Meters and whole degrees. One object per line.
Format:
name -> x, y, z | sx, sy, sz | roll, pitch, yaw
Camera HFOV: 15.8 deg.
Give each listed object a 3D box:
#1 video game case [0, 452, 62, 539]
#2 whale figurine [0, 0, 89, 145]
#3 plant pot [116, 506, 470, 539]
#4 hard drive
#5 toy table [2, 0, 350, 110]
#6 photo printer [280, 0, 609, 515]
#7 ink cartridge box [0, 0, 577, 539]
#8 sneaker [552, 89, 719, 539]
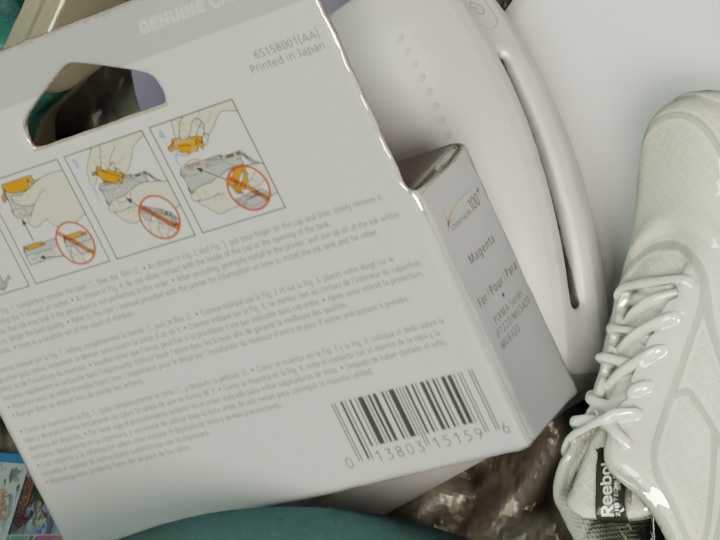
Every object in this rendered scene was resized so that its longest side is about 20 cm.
video game case -> -0.178, 0.141, 1.064 | 0.199, 0.018, 0.144 | 1, 60, 38
whale figurine -> -0.183, -0.024, 1.069 | 0.159, 0.104, 0.201 | 37, 107, 35
plant pot -> -0.048, 0.156, 0.809 | 0.200, 0.134, 0.201 | -33, 43, 37
hard drive -> 0.117, -0.082, 0.872 | 0.200, 0.026, 0.132 | -53, 55, 32
toy table -> -0.056, -0.143, 0.982 | 0.183, 0.117, 0.201 | 18, 94, 38
photo printer -> 0.000, 0.000, 0.925 | 0.200, 0.069, 0.167 | -32, 67, 42
ink cartridge box -> -0.052, -0.006, 0.842 | 0.199, 0.044, 0.174 | -16, 106, 35
sneaker -> 0.101, 0.041, 0.806 | 0.075, 0.081, 0.201 | -15, 75, 61
